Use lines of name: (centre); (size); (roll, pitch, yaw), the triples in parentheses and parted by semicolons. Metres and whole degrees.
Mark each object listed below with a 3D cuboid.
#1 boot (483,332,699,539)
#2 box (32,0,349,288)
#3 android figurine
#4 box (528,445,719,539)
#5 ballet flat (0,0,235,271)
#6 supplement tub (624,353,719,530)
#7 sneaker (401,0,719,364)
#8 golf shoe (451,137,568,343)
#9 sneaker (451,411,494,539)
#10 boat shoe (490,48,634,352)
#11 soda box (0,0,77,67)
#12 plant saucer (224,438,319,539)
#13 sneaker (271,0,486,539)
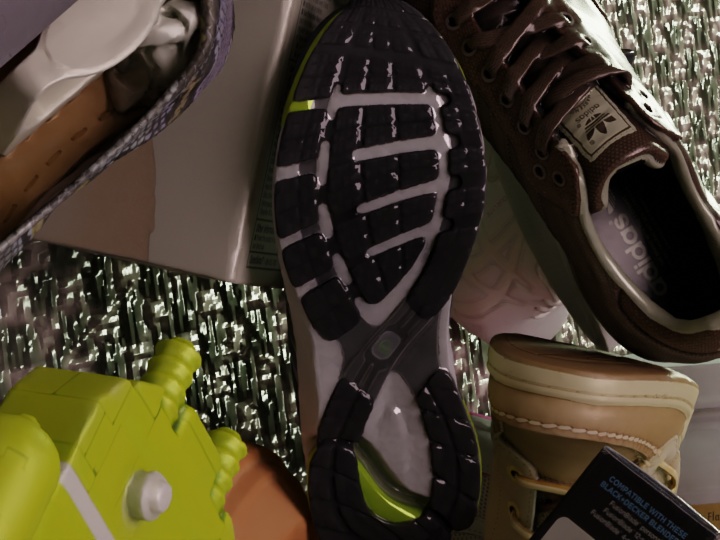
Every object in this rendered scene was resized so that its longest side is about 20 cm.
boot: (0.069, 0.107, 1.003); (0.200, 0.072, 0.156); (40, 66, -77)
box: (-0.047, -0.099, 0.944); (0.095, 0.077, 0.201); (14, 88, -78)
android figurine: (-0.083, 0.112, 0.781); (0.200, 0.041, 0.182); (-64, 148, -34)
box: (0.064, 0.171, 0.939); (0.200, 0.060, 0.117); (-51, 140, -1)
ballet flat: (-0.117, -0.039, 0.841); (0.200, 0.072, 0.072); (-43, 125, -15)
supplement tub: (0.178, 0.134, 1.247); (0.144, 0.144, 0.201); (-10, 94, -55)
sneaker: (0.073, -0.058, 0.922); (0.070, 0.076, 0.200); (-38, 98, -10)
golf shoe: (0.077, -0.011, 1.116); (0.075, 0.092, 0.200); (-39, 155, -17)
sneaker: (0.061, 0.145, 1.130); (0.201, 0.081, 0.088); (63, 39, -28)
boat shoe: (0.071, -0.070, 0.997); (0.060, 0.074, 0.201); (-23, 95, -10)
soda box: (-0.129, -0.094, 0.800); (0.200, 0.070, 0.063); (-42, 128, -4)
plant saucer: (-0.045, 0.159, 0.947); (0.200, 0.037, 0.201); (8, 90, -77)
sneaker: (0.000, 0.000, 0.940); (0.081, 0.073, 0.201); (-117, -154, -64)
